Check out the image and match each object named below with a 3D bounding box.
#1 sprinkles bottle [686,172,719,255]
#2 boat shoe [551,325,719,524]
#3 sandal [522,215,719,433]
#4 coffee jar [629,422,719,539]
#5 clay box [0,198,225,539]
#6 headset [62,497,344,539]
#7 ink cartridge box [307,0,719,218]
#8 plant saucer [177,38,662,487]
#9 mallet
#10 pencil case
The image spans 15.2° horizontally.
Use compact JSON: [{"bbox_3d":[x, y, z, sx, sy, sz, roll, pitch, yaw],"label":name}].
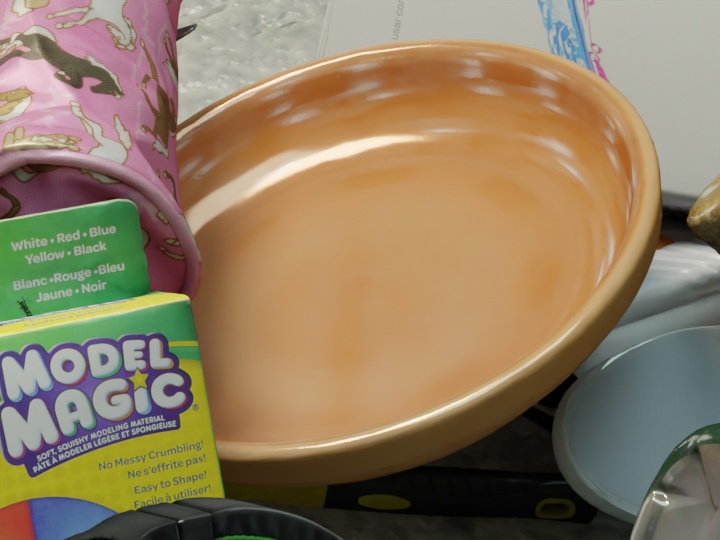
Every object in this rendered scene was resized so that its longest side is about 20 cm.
[{"bbox_3d":[0.193,0.034,0.846,0.200,0.068,0.068,47,48,-1],"label":"sprinkles bottle"},{"bbox_3d":[0.150,0.050,0.902,0.199,0.066,0.070,-11,81,-20],"label":"boat shoe"},{"bbox_3d":[0.055,0.032,0.913,0.206,0.060,0.079,-20,22,-31],"label":"sandal"},{"bbox_3d":[0.169,0.085,0.719,0.199,0.086,0.104,-1,24,-43],"label":"coffee jar"},{"bbox_3d":[-0.093,0.087,0.747,0.114,0.201,0.048,-12,6,-17],"label":"clay box"},{"bbox_3d":[-0.064,0.133,0.682,0.199,0.124,0.094,-16,11,-31],"label":"headset"},{"bbox_3d":[0.093,-0.067,0.982,0.199,0.084,0.145,10,1,10],"label":"ink cartridge box"},{"bbox_3d":[0.000,0.000,0.851,0.199,0.038,0.201,-12,38,10],"label":"plant saucer"},{"bbox_3d":[-0.022,0.078,0.891,0.199,0.066,0.041,10,35,-14],"label":"mallet"},{"bbox_3d":[-0.091,-0.060,0.861,0.086,0.083,0.200,18,36,-16],"label":"pencil case"}]
